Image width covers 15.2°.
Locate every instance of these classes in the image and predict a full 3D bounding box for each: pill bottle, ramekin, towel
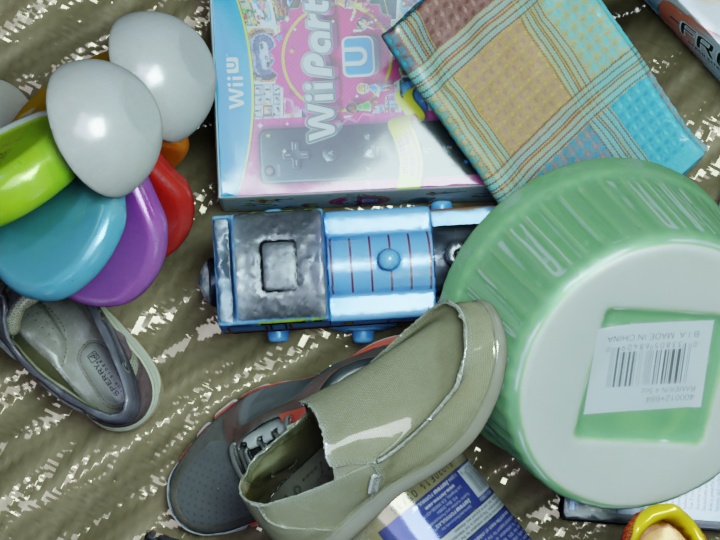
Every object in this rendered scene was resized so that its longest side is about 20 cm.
[{"bbox_3d":[0.068,0.205,1.631,0.112,0.112,0.200,-38,86,-3],"label":"pill bottle"},{"bbox_3d":[0.153,0.043,1.587,0.200,0.098,0.200,-8,116,-17],"label":"ramekin"},{"bbox_3d":[0.116,-0.105,1.644,0.147,0.022,0.200,-44,107,-28],"label":"towel"}]

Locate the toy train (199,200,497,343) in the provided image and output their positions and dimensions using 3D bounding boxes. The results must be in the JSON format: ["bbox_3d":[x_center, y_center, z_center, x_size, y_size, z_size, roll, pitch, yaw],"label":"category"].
[{"bbox_3d":[0.000,0.000,1.645,0.200,0.114,0.087,-3,86,-1],"label":"toy train"}]

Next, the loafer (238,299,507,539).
[{"bbox_3d":[0.005,0.090,1.542,0.068,0.076,0.200,25,115,-38],"label":"loafer"}]

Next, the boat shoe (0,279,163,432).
[{"bbox_3d":[-0.201,0.019,1.666,0.072,0.065,0.200,-42,86,-2],"label":"boat shoe"}]

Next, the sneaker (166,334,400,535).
[{"bbox_3d":[-0.041,0.100,1.639,0.200,0.082,0.077,-33,87,15],"label":"sneaker"}]

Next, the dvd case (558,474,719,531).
[{"bbox_3d":[0.228,0.093,1.688,0.200,0.018,0.143,5,86,-1],"label":"dvd case"}]

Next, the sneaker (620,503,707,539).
[{"bbox_3d":[0.202,0.228,1.547,0.073,0.077,0.200,-29,76,-4],"label":"sneaker"}]

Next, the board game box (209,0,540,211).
[{"bbox_3d":[0.008,-0.116,1.680,0.200,0.064,0.148,-3,85,0],"label":"board game box"}]

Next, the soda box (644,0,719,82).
[{"bbox_3d":[0.259,-0.133,1.662,0.068,0.064,0.200,-41,81,-6],"label":"soda box"}]

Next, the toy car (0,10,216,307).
[{"bbox_3d":[-0.168,-0.052,1.614,0.175,0.200,0.150,-21,105,26],"label":"toy car"}]

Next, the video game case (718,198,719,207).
[{"bbox_3d":[0.300,-0.046,1.689,0.143,0.018,0.200,17,80,2],"label":"video game case"}]

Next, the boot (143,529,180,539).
[{"bbox_3d":[-0.147,0.232,1.648,0.200,0.073,0.151,19,82,7],"label":"boot"}]
